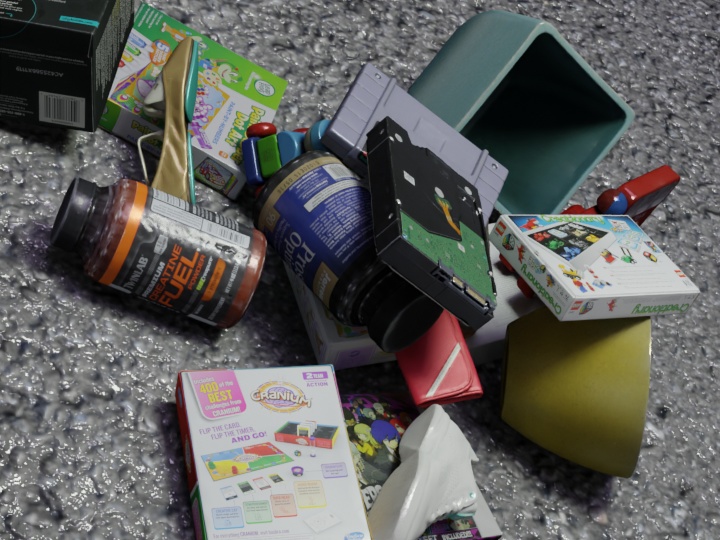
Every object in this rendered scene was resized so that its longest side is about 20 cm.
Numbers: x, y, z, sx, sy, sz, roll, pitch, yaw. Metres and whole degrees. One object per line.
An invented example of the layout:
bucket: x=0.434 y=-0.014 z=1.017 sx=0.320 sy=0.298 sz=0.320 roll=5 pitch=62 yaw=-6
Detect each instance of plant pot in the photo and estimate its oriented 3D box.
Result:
plant pot: x=0.164 y=-0.195 z=1.909 sx=0.196 sy=0.197 sz=0.200 roll=38 pitch=2 yaw=-36
plant pot: x=0.222 y=0.114 z=1.685 sx=0.141 sy=0.201 sz=0.201 roll=4 pitch=42 yaw=2

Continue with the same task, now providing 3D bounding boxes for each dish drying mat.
dish drying mat: x=0.060 y=0.045 z=1.615 sx=0.076 sy=0.018 sz=0.201 roll=-10 pitch=59 yaw=-16

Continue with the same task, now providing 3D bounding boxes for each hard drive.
hard drive: x=0.068 y=-0.048 z=1.551 sx=0.139 sy=0.038 sz=0.201 roll=36 pitch=28 yaw=-29

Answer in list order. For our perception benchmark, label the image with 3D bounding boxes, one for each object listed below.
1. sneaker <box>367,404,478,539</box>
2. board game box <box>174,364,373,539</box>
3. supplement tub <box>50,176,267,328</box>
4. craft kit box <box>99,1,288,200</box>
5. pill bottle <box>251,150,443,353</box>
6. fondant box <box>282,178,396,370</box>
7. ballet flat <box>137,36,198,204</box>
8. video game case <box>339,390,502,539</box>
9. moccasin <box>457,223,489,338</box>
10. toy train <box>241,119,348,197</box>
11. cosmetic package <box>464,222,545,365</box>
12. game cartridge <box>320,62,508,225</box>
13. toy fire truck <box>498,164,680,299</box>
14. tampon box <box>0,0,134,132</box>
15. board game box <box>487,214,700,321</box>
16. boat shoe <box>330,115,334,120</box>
sneaker: x=0.070 y=0.211 z=1.489 sx=0.088 sy=0.075 sz=0.200 roll=43 pitch=36 yaw=-9
board game box: x=-0.081 y=0.180 z=1.449 sx=0.152 sy=0.040 sz=0.201 roll=-1 pitch=51 yaw=-16
supplement tub: x=-0.199 y=-0.022 z=1.558 sx=0.199 sy=0.107 sz=0.107 roll=21 pitch=40 yaw=-16
craft kit box: x=-0.195 y=-0.194 z=1.791 sx=0.197 sy=0.049 sz=0.201 roll=30 pitch=39 yaw=-11
pill bottle: x=-0.008 y=-0.017 z=1.577 sx=0.111 sy=0.112 sz=0.200 roll=-16 pitch=53 yaw=-45
fondant box: x=0.000 y=0.000 z=1.681 sx=0.143 sy=0.058 sz=0.201 roll=-8 pitch=57 yaw=-20
ballet flat: x=-0.203 y=-0.153 z=1.672 sx=0.062 sy=0.069 sz=0.202 roll=0 pitch=75 yaw=-3
video game case: x=0.020 y=0.200 z=1.544 sx=0.199 sy=0.036 sz=0.182 roll=0 pitch=49 yaw=-36
moccasin: x=0.109 y=-0.017 z=1.734 sx=0.073 sy=0.078 sz=0.202 roll=0 pitch=51 yaw=-15
toy train: x=-0.027 y=-0.124 z=1.756 sx=0.199 sy=0.115 sz=0.085 roll=2 pitch=77 yaw=-51
cosmetic package: x=0.133 y=0.026 z=1.796 sx=0.199 sy=0.052 sz=0.151 roll=-12 pitch=59 yaw=-43
game cartridge: x=0.061 y=-0.121 z=1.693 sx=0.199 sy=0.038 sz=0.130 roll=36 pitch=42 yaw=-11
toy fire truck: x=0.262 y=-0.040 z=1.784 sx=0.199 sy=0.168 sz=0.112 roll=-21 pitch=62 yaw=-47
tampon box: x=-0.327 y=-0.263 z=1.665 sx=0.149 sy=0.127 sz=0.201 roll=9 pitch=42 yaw=0
board game box: x=0.238 y=-0.006 z=1.606 sx=0.199 sy=0.035 sz=0.126 roll=-1 pitch=41 yaw=-41
boat shoe: x=0.046 y=-0.116 z=1.864 sx=0.199 sy=0.073 sz=0.062 roll=35 pitch=34 yaw=-9
